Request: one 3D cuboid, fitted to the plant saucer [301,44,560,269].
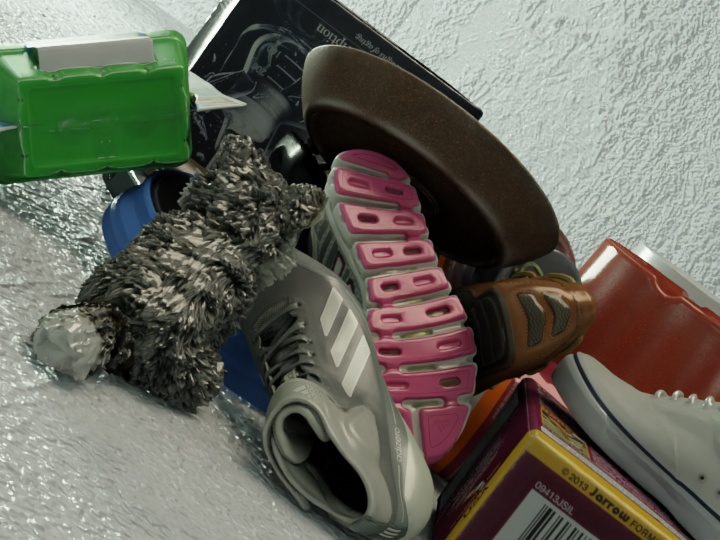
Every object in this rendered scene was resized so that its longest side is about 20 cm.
[{"bbox_3d":[0.036,-0.063,1.266,0.200,0.035,0.200,34,-16,11],"label":"plant saucer"}]

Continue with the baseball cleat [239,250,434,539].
[{"bbox_3d":[-0.027,0.057,1.091,0.106,0.070,0.201,25,27,-57],"label":"baseball cleat"}]

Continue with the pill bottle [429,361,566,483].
[{"bbox_3d":[0.142,0.138,1.361,0.199,0.110,0.110,36,7,-2],"label":"pill bottle"}]

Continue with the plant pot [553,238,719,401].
[{"bbox_3d":[0.190,0.096,1.527,0.200,0.196,0.201,35,7,-5],"label":"plant pot"}]

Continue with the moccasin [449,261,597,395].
[{"bbox_3d":[0.089,0.033,1.237,0.201,0.077,0.074,138,-60,-71],"label":"moccasin"}]

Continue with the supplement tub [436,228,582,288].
[{"bbox_3d":[0.093,-0.003,1.474,0.107,0.107,0.200,33,1,-23],"label":"supplement tub"}]

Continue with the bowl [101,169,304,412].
[{"bbox_3d":[-0.072,0.014,1.253,0.200,0.039,0.201,39,16,-14],"label":"bowl"}]

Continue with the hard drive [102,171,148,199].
[{"bbox_3d":[-0.107,-0.011,1.429,0.139,0.033,0.200,34,8,-26],"label":"hard drive"}]

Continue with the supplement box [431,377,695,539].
[{"bbox_3d":[0.118,0.153,1.161,0.131,0.103,0.200,37,7,0],"label":"supplement box"}]

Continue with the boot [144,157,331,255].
[{"bbox_3d":[-0.058,-0.053,1.410,0.199,0.097,0.075,34,7,-24],"label":"boot"}]

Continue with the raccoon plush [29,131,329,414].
[{"bbox_3d":[-0.084,-0.001,1.039,0.096,0.134,0.200,36,7,-3],"label":"raccoon plush"}]

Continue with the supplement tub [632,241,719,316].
[{"bbox_3d":[0.237,0.091,1.766,0.145,0.201,0.145,36,7,-5],"label":"supplement tub"}]

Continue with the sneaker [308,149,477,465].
[{"bbox_3d":[0.013,0.031,1.207,0.073,0.088,0.201,-5,64,-23],"label":"sneaker"}]

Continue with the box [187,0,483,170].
[{"bbox_3d":[-0.045,-0.108,1.490,0.199,0.183,0.104,34,7,-15],"label":"box"}]

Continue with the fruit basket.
[{"bbox_3d":[-0.184,-0.119,1.292,0.184,0.095,0.200,-7,22,-16],"label":"fruit basket"}]

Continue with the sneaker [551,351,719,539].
[{"bbox_3d":[0.192,0.102,1.148,0.200,0.071,0.073,44,9,36],"label":"sneaker"}]

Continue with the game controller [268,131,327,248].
[{"bbox_3d":[0.000,0.000,1.335,0.201,0.042,0.104,60,-10,-17],"label":"game controller"}]
